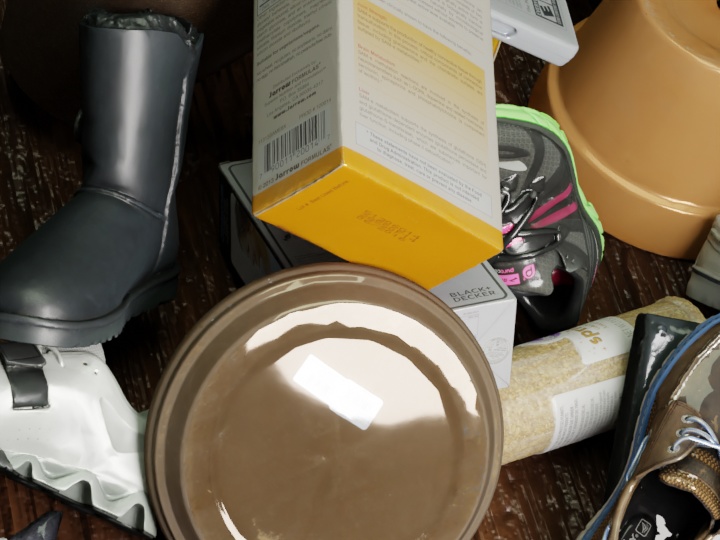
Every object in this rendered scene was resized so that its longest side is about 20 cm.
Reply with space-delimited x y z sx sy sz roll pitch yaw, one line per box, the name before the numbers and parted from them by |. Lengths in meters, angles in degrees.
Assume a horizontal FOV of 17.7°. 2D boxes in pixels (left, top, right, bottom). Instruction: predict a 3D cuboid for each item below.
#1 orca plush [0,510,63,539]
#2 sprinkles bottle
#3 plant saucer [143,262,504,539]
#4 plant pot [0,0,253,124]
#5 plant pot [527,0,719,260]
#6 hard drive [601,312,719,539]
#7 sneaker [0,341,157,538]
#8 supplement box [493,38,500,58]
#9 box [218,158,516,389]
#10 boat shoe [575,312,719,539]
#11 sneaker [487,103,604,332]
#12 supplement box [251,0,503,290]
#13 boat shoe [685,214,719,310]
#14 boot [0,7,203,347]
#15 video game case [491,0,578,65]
orca plush | -0.253 0.111 1.218 0.198 0.106 0.071 10 14 4
sprinkles bottle | 0.117 0.071 1.369 0.199 0.068 0.068 -15 57 -28
plant saucer | -0.016 0.096 1.236 0.198 0.202 0.029 4 10 -14
plant pot | -0.127 -0.183 1.407 0.186 0.200 0.188 29 37 -25
plant pot | 0.222 -0.127 1.522 0.198 0.141 0.201 8 49 -10
hard drive | 0.245 0.112 1.347 0.198 0.033 0.141 11 87 -9
sneaker | -0.181 0.065 1.229 0.199 0.074 0.089 28 78 -29
supplement box | 0.003 -0.217 1.551 0.198 0.110 0.109 10 48 -8
box | 0.000 0.000 1.349 0.116 0.061 0.200 -11 35 -19
boat shoe | 0.183 0.115 1.284 0.072 0.072 0.201 28 85 -8
sneaker | 0.096 -0.031 1.381 0.076 0.200 0.084 -11 54 27
supplement box | 0.008 -0.104 1.264 0.126 0.073 0.201 27 50 -37
boat shoe | 0.266 0.003 1.400 0.070 0.070 0.200 11 7 -21
boot | -0.145 -0.056 1.251 0.076 0.170 0.200 9 13 17
video game case | 0.044 -0.231 1.443 0.181 0.023 0.201 19 43 -32
